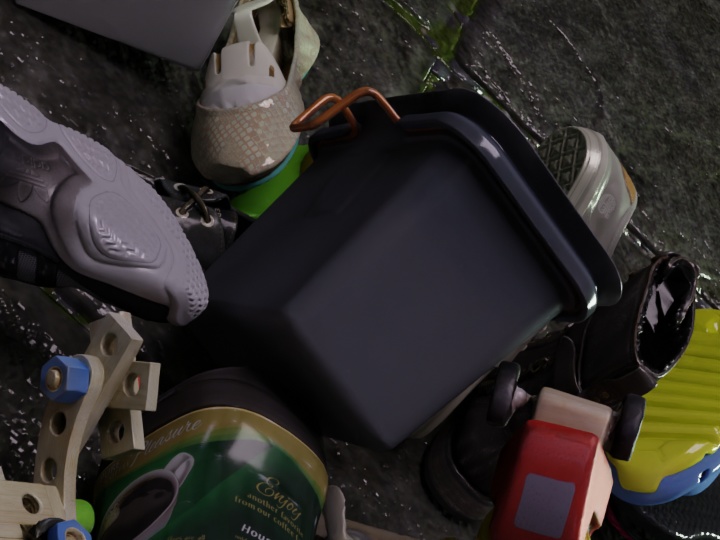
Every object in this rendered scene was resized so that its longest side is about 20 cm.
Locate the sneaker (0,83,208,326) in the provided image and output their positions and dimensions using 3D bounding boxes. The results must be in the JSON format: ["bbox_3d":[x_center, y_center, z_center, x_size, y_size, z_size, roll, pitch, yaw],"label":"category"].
[{"bbox_3d":[-0.169,-0.015,0.852,0.200,0.114,0.076,35,24,-30],"label":"sneaker"}]

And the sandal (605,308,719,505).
[{"bbox_3d":[0.193,0.094,1.117,0.079,0.087,0.200,12,23,26],"label":"sandal"}]

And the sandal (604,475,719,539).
[{"bbox_3d":[0.181,0.143,1.182,0.200,0.045,0.075,28,40,-53],"label":"sandal"}]

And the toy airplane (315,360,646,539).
[{"bbox_3d":[0.076,0.154,0.925,0.199,0.200,0.141,43,48,-29],"label":"toy airplane"}]

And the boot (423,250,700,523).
[{"bbox_3d":[0.124,0.046,1.081,0.069,0.174,0.200,40,33,-13],"label":"boot"}]

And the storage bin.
[{"bbox_3d":[0.000,0.000,0.915,0.134,0.200,0.146,-42,107,-18],"label":"storage bin"}]

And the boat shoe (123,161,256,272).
[{"bbox_3d":[-0.084,-0.016,1.007,0.200,0.057,0.069,31,36,-27],"label":"boat shoe"}]

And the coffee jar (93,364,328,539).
[{"bbox_3d":[-0.068,0.137,0.818,0.085,0.104,0.200,39,33,-29],"label":"coffee jar"}]

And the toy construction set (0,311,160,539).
[{"bbox_3d":[-0.170,0.073,0.786,0.200,0.092,0.131,0,55,-37],"label":"toy construction set"}]

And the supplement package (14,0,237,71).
[{"bbox_3d":[-0.118,-0.235,1.125,0.117,0.117,0.200,20,40,-19],"label":"supplement package"}]

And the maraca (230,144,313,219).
[{"bbox_3d":[0.013,-0.041,1.113,0.200,0.107,0.137,2,32,-20],"label":"maraca"}]

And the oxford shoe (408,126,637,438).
[{"bbox_3d":[0.083,0.015,1.044,0.058,0.200,0.075,25,18,-32],"label":"oxford shoe"}]

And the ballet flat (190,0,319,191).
[{"bbox_3d":[-0.066,-0.113,1.114,0.200,0.067,0.062,-83,159,-62],"label":"ballet flat"}]
